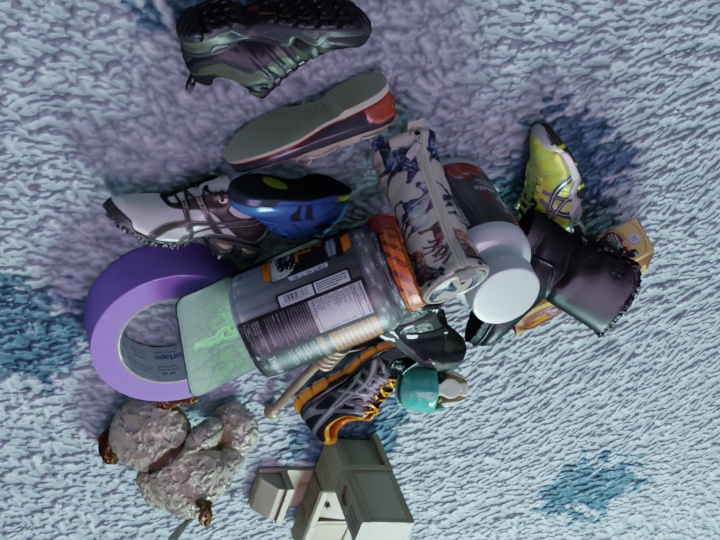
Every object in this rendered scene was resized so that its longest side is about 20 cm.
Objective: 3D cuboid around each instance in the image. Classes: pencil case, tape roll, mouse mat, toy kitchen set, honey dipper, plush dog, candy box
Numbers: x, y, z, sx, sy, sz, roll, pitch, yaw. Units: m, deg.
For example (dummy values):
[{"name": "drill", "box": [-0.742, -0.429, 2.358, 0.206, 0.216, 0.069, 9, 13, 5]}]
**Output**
[{"name": "pencil case", "box": [0.075, -0.061, 1.259, 0.077, 0.201, 0.090, -16, 156, -9]}, {"name": "tape roll", "box": [-0.227, 0.064, 1.389, 0.199, 0.066, 0.201, -11, 131, -13]}, {"name": "mouse mat", "box": [-0.124, 0.056, 1.375, 0.199, 0.008, 0.162, -26, 135, -25]}, {"name": "toy kitchen set", "box": [-0.054, 0.358, 1.627, 0.162, 0.181, 0.201, 6, 123, -24]}, {"name": "honey dipper", "box": [-0.077, 0.141, 1.507, 0.038, 0.038, 0.200, 13, 141, -29]}, {"name": "plush dog", "box": [-0.248, 0.234, 1.488, 0.200, 0.161, 0.172, -39, 108, 14]}, {"name": "candy box", "box": [0.280, 0.010, 1.512, 0.199, 0.057, 0.117, -28, 164, 2]}]

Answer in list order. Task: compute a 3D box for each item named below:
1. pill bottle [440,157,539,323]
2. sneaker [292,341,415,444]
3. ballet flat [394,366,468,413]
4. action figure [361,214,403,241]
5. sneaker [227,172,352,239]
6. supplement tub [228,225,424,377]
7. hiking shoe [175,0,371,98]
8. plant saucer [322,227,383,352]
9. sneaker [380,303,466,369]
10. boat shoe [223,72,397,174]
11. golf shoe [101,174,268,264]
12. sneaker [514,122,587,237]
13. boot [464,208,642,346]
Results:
[{"name": "pill bottle", "box": [0.132, -0.034, 1.351, 0.110, 0.201, 0.111, -12, 133, -13]}, {"name": "sneaker", "box": [0.007, 0.158, 1.539, 0.199, 0.078, 0.078, -35, 157, 16]}, {"name": "ballet flat", "box": [0.105, 0.159, 1.533, 0.070, 0.068, 0.200, 4, 179, 19]}, {"name": "action figure", "box": [0.000, 0.000, 1.373, 0.052, 0.065, 0.200, 23, 110, -47]}, {"name": "sneaker", "box": [-0.082, -0.062, 1.284, 0.200, 0.066, 0.079, -7, 127, -59]}, {"name": "supplement tub", "box": [-0.037, 0.030, 1.286, 0.199, 0.123, 0.123, -21, 134, 4]}, {"name": "hiking shoe", "box": [-0.088, -0.231, 1.194, 0.198, 0.076, 0.101, -4, 139, -6]}, {"name": "plant saucer", "box": [-0.011, 0.020, 1.456, 0.199, 0.035, 0.201, -11, 132, -12]}, {"name": "sneaker", "box": [0.086, 0.051, 1.446, 0.114, 0.077, 0.199, -40, 127, 23]}, {"name": "boat shoe", "box": [-0.052, -0.150, 1.273, 0.199, 0.071, 0.063, -25, 136, -5]}, {"name": "golf shoe", "box": [-0.188, -0.073, 1.288, 0.199, 0.078, 0.095, 9, 118, -38]}, {"name": "sneaker", "box": [0.230, -0.092, 1.425, 0.076, 0.076, 0.201, -23, 132, -3]}, {"name": "boot", "box": [0.239, 0.033, 1.420, 0.162, 0.073, 0.199, 25, 102, -12]}]
